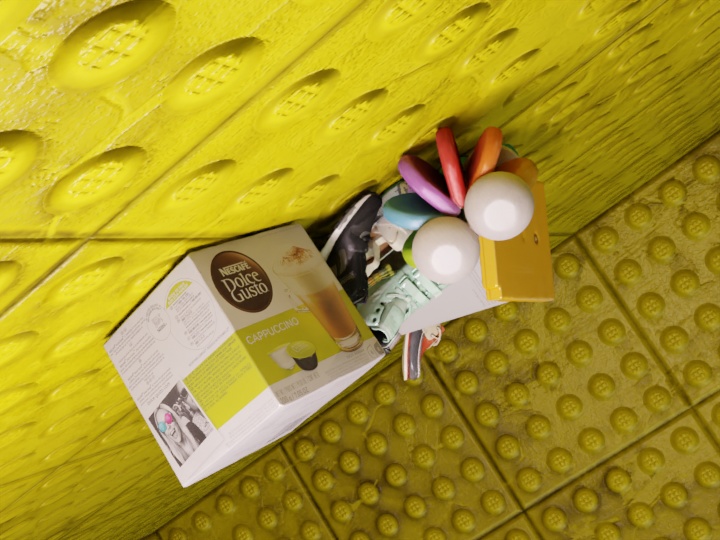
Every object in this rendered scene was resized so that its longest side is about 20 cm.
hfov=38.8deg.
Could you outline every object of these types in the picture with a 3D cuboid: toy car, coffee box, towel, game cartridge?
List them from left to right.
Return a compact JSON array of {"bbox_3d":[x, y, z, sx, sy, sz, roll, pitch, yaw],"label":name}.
[{"bbox_3d":[-0.136,0.092,1.193,0.200,0.199,0.199,-41,167,36],"label":"coffee box"},{"bbox_3d":[-0.046,0.054,1.390,0.199,0.018,0.086,-36,-171,-19],"label":"towel"},{"bbox_3d":[0.113,-0.095,1.257,0.200,0.150,0.175,-40,-163,16],"label":"toy car"},{"bbox_3d":[0.215,-0.045,1.430,0.032,0.179,0.199,-8,173,33],"label":"game cartridge"}]

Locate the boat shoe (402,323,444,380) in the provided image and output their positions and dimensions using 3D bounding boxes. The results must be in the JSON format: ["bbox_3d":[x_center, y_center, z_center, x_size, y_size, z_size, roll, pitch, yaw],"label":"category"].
[{"bbox_3d":[0.102,0.080,1.593,0.062,0.202,0.071,11,148,1],"label":"boat shoe"}]

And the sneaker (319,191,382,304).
[{"bbox_3d":[-0.016,-0.002,1.310,0.201,0.087,0.076,-56,179,1],"label":"sneaker"}]

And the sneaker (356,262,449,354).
[{"bbox_3d":[0.071,0.041,1.384,0.200,0.074,0.119,-33,-153,33],"label":"sneaker"}]

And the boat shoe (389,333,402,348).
[{"bbox_3d":[-0.018,0.086,1.640,0.199,0.072,0.076,-10,-139,44],"label":"boat shoe"}]

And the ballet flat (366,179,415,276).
[{"bbox_3d":[0.018,-0.033,1.360,0.200,0.071,0.069,-44,124,8],"label":"ballet flat"}]

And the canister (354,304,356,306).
[{"bbox_3d":[-0.055,0.115,1.475,0.148,0.087,0.200,-35,-176,23],"label":"canister"}]

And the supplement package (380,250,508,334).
[{"bbox_3d":[0.121,-0.007,1.502,0.198,0.118,0.118,-19,134,23],"label":"supplement package"}]

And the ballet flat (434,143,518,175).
[{"bbox_3d":[0.152,-0.128,1.445,0.199,0.075,0.074,-20,164,-46],"label":"ballet flat"}]
